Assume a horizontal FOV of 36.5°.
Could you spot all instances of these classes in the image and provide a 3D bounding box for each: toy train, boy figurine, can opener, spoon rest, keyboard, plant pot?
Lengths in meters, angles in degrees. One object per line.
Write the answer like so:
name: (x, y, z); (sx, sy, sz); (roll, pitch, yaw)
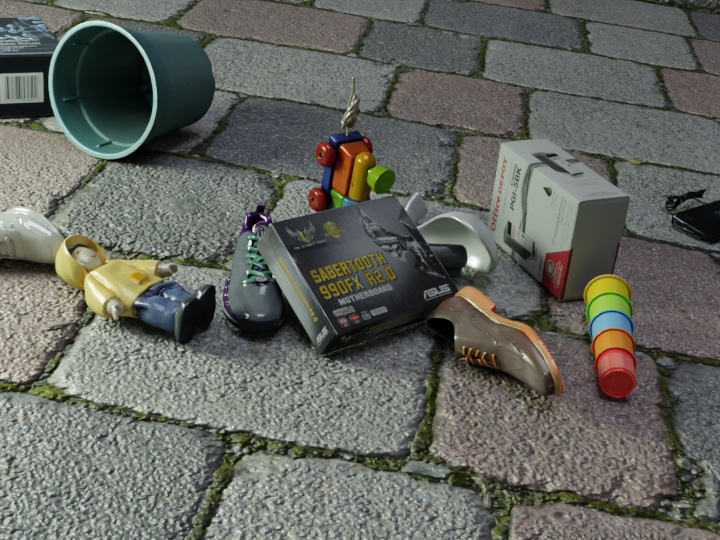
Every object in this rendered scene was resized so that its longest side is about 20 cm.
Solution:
toy train: (0.003, -0.148, 1.488); (0.084, 0.201, 0.116); (-15, 40, -38)
boy figurine: (-0.260, 0.015, 1.249); (0.199, 0.065, 0.124); (24, 34, 21)
can opener: (0.040, -0.004, 1.396); (0.199, 0.053, 0.067); (-2, 63, -16)
spoon rest: (0.114, -0.050, 1.467); (0.061, 0.100, 0.200); (-40, 32, -12)
keyboard: (0.558, -0.092, 1.728); (0.199, 0.021, 0.127); (-14, 40, -38)
plant pot: (-0.336, -0.285, 1.679); (0.199, 0.201, 0.196); (20, 22, 22)

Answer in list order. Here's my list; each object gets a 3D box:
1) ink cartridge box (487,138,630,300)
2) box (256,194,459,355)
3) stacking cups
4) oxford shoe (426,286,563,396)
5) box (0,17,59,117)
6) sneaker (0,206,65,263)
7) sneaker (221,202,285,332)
ink cartridge box: (0.259, -0.072, 1.467); (0.082, 0.147, 0.200); (-7, 30, -23)
box: (0.000, 0.000, 1.292); (0.199, 0.048, 0.159); (-15, 64, -38)
stacking cups: (0.302, 0.078, 1.291); (0.060, 0.061, 0.200); (9, 29, 1)
oxford shoe: (0.150, 0.092, 1.229); (0.073, 0.072, 0.200); (-27, 35, -19)
box: (-0.572, -0.334, 1.780); (0.148, 0.108, 0.200); (-8, 31, -27)
sneaker: (-0.447, -0.033, 1.303); (0.199, 0.075, 0.100); (14, 46, 11)
sneaker: (-0.127, -0.006, 1.296); (0.074, 0.088, 0.200); (2, 28, -11)
